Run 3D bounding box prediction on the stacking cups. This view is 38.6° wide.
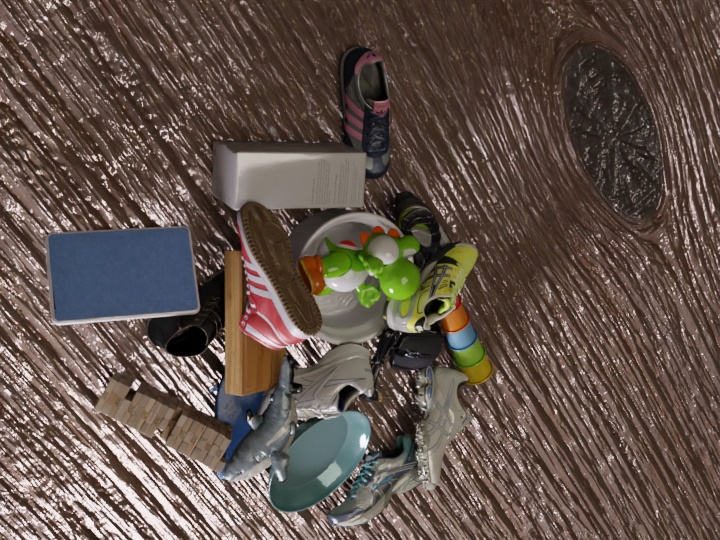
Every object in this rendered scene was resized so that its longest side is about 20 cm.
[{"bbox_3d":[0.164,0.098,1.669,0.060,0.060,0.201,-35,129,-14],"label":"stacking cups"}]

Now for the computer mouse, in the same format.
[{"bbox_3d":[0.071,0.151,1.619,0.200,0.046,0.141,5,113,-62],"label":"computer mouse"}]

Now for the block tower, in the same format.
[{"bbox_3d":[-0.274,0.214,1.468,0.199,0.054,0.058,30,97,-9],"label":"block tower"}]

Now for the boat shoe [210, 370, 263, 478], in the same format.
[{"bbox_3d":[-0.196,0.208,1.539,0.083,0.069,0.202,15,96,-20],"label":"boat shoe"}]

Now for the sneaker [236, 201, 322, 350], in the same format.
[{"bbox_3d":[-0.134,0.014,1.404,0.071,0.112,0.201,-19,80,-41],"label":"sneaker"}]

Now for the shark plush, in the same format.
[{"bbox_3d":[-0.130,0.220,1.467,0.083,0.091,0.201,12,120,-27],"label":"shark plush"}]

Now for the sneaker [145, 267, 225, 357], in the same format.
[{"bbox_3d":[-0.203,0.062,1.471,0.199,0.106,0.075,-33,116,-15],"label":"sneaker"}]

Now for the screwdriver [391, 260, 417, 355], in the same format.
[{"bbox_3d":[0.068,0.071,1.631,0.029,0.028,0.201,-6,125,-15],"label":"screwdriver"}]

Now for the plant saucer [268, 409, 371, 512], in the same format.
[{"bbox_3d":[-0.071,0.289,1.605,0.199,0.036,0.201,-29,140,-28],"label":"plant saucer"}]

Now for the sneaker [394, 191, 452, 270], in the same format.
[{"bbox_3d":[0.108,-0.050,1.618,0.073,0.081,0.201,-24,135,5],"label":"sneaker"}]

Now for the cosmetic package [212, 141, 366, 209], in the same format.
[{"bbox_3d":[-0.103,-0.138,1.469,0.198,0.108,0.086,-3,107,-24],"label":"cosmetic package"}]

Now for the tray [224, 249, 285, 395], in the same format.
[{"bbox_3d":[-0.148,0.071,1.469,0.098,0.037,0.202,-5,96,-55],"label":"tray"}]

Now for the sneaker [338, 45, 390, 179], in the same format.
[{"bbox_3d":[0.015,-0.227,1.518,0.070,0.082,0.202,-20,112,-21],"label":"sneaker"}]

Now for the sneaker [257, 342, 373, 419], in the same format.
[{"bbox_3d":[-0.068,0.184,1.527,0.199,0.088,0.074,-31,141,15],"label":"sneaker"}]

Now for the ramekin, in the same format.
[{"bbox_3d":[-0.027,0.002,1.549,0.199,0.098,0.202,-7,107,-25],"label":"ramekin"}]

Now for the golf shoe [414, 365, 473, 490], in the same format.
[{"bbox_3d":[0.137,0.254,1.663,0.096,0.078,0.202,3,79,-4],"label":"golf shoe"}]

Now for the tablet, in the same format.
[{"bbox_3d":[-0.324,0.005,1.404,0.198,0.014,0.131,-4,72,-20],"label":"tablet"}]

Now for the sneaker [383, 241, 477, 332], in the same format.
[{"bbox_3d":[0.121,0.032,1.543,0.200,0.076,0.076,-44,136,-30],"label":"sneaker"}]

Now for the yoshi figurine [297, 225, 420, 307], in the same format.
[{"bbox_3d":[0.008,0.011,1.454,0.199,0.112,0.113,-18,115,-26],"label":"yoshi figurine"}]

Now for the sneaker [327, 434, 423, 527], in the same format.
[{"bbox_3d":[0.019,0.342,1.688,0.199,0.077,0.087,-32,104,-23],"label":"sneaker"}]
